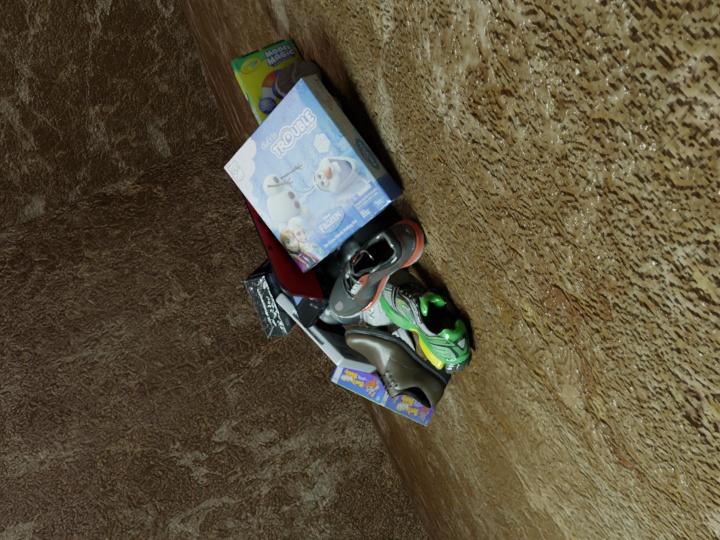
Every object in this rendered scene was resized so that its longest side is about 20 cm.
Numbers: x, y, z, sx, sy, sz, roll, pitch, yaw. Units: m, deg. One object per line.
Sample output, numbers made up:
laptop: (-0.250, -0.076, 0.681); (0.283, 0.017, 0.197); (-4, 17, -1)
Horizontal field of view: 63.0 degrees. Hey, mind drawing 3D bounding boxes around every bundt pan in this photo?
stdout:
bundt pan: (-0.048, 0.005, 1.056); (0.075, 0.201, 0.204); (-12, -108, -58)

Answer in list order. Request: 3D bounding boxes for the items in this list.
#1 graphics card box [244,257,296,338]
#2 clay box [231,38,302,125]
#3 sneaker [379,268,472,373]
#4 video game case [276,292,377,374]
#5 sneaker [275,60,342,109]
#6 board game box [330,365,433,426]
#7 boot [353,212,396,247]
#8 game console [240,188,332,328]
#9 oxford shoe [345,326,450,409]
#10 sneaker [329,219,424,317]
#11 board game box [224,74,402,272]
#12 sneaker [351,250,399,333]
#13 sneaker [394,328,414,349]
graphics card box: (-0.153, 0.031, 1.178); (0.200, 0.050, 0.127); (-55, -50, -63)
clay box: (-0.138, -0.309, 1.013); (0.202, 0.114, 0.048); (63, 169, 9)
sneaker: (0.091, 0.048, 0.841); (0.200, 0.077, 0.086); (45, 153, 40)
video game case: (-0.055, 0.125, 1.128); (0.182, 0.023, 0.200); (43, -175, 26)
sneaker: (-0.073, -0.246, 0.939); (0.113, 0.077, 0.201); (69, 176, -51)
board game box: (0.049, 0.255, 1.213); (0.133, 0.045, 0.200); (17, 166, 41)
boot: (-0.042, -0.124, 0.913); (0.200, 0.066, 0.165); (47, 175, -16)
game console: (-0.137, -0.016, 0.968); (0.173, 0.117, 0.202); (-52, 57, 49)
oxford shoe: (0.055, 0.162, 0.980); (0.198, 0.085, 0.073); (31, 148, -2)
sneaker: (0.002, -0.001, 0.834); (0.200, 0.081, 0.078); (-48, 66, 34)
board game box: (-0.073, -0.130, 0.837); (0.199, 0.043, 0.200); (-36, 91, 36)
sneaker: (0.031, 0.046, 0.969); (0.074, 0.087, 0.201); (29, 160, 43)
sneaker: (0.047, 0.169, 1.213); (0.073, 0.113, 0.201); (62, 169, 18)
